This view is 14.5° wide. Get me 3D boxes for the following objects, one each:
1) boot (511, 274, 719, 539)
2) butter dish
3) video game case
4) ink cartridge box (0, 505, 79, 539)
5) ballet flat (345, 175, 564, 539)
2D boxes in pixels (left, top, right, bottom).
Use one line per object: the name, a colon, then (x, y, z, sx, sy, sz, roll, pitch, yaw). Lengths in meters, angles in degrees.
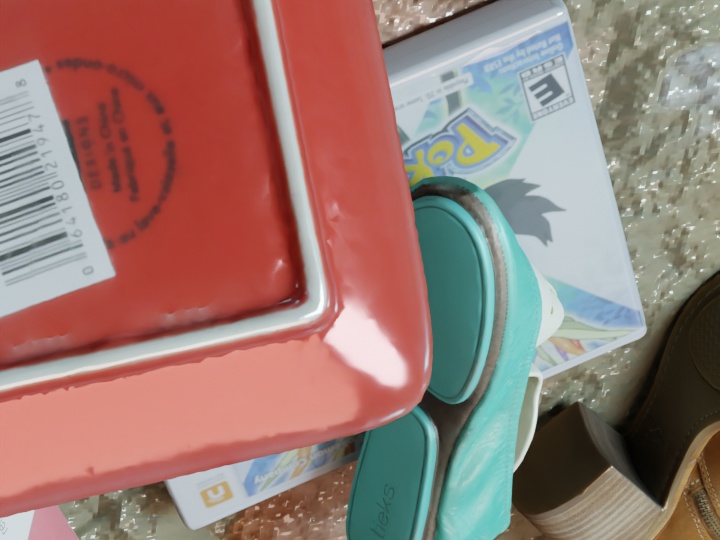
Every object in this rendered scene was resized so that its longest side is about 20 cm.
boot: (0.177, 0.079, 1.168, 0.200, 0.077, 0.155, -39, 133, 16)
butter dish: (-0.098, -0.032, 0.901, 0.199, 0.148, 0.200, -12, 92, -15)
video game case: (0.000, 0.000, 1.054, 0.200, 0.022, 0.182, -23, 136, -4)
ink cartridge box: (-0.183, 0.148, 0.991, 0.200, 0.067, 0.117, -60, 146, -29)
ballet flat: (0.039, 0.034, 1.053, 0.070, 0.067, 0.200, -27, 143, -35)
